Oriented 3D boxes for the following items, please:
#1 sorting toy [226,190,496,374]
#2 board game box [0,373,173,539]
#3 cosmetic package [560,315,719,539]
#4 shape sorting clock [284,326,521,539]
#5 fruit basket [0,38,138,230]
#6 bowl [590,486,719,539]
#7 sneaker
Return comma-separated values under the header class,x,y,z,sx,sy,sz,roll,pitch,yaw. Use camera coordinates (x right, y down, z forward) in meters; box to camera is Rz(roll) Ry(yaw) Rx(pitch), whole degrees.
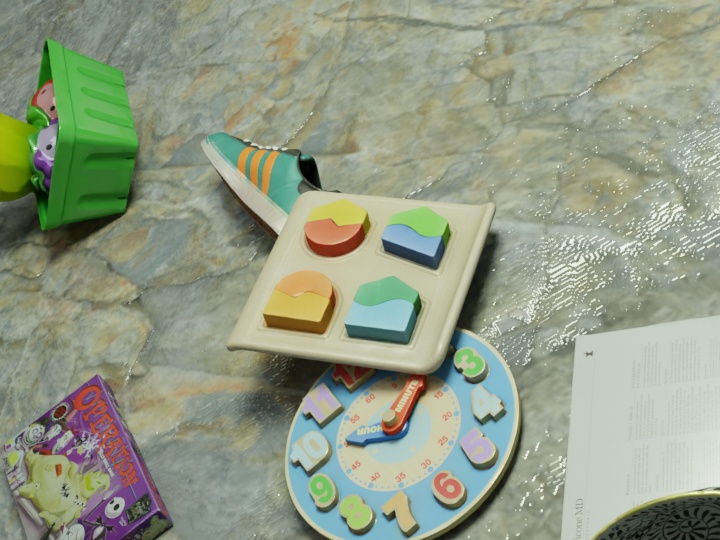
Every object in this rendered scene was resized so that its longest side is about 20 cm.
class,x,y,z,sx,sy,sz,roll,pitch,yaw
sorting toy,0.000,0.000,1.120,0.199,0.037,0.186,3,48,24
board game box,-0.248,0.189,1.177,0.120,0.032,0.200,-34,40,-5
cosmetic package,0.217,0.126,0.902,0.150,0.052,0.201,-9,48,25
shape sorting clock,0.029,0.125,1.039,0.199,0.039,0.201,-19,43,19
fruit basket,-0.356,-0.143,1.442,0.214,0.156,0.216,13,34,-9
bowl,0.220,0.198,0.763,0.199,0.202,0.094,-11,13,25
sneaker,-0.083,-0.088,1.298,0.080,0.071,0.200,-40,49,-6
